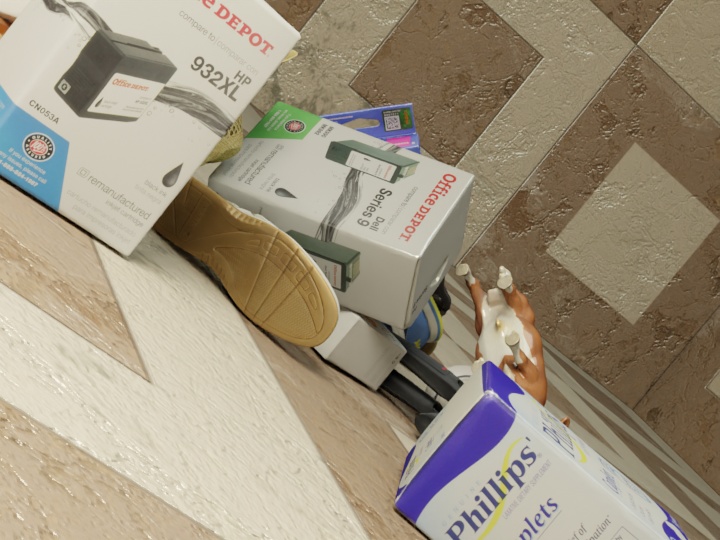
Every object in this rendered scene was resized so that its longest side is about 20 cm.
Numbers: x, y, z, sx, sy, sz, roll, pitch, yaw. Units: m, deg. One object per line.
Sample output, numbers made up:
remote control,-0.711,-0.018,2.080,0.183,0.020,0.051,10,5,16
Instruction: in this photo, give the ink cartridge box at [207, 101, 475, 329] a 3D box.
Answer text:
ink cartridge box,-0.017,-0.051,1.398,0.198,0.085,0.146,21,40,13

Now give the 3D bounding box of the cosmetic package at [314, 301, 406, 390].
cosmetic package,-0.046,0.020,1.449,0.082,0.051,0.200,33,9,-48

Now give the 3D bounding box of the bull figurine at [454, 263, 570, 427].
bull figurine,0.137,0.083,1.461,0.122,0.065,0.201,61,12,-46

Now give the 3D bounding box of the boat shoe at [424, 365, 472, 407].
boat shoe,0.142,0.163,1.516,0.200,0.072,0.066,44,3,-30

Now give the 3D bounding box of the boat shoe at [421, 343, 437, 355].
boat shoe,0.016,0.023,1.752,0.200,0.072,0.065,48,-7,22

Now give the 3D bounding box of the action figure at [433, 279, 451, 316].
action figure,-0.009,0.003,1.609,0.198,0.103,0.119,17,20,-16

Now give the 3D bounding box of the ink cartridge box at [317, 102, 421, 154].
ink cartridge box,0.010,-0.067,1.657,0.042,0.118,0.202,-88,171,-64

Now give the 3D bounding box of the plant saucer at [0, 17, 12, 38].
plant saucer,-0.260,-0.150,1.420,0.200,0.038,0.200,39,5,-4

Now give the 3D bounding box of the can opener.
can opener,0.063,0.108,1.415,0.200,0.063,0.079,45,3,39

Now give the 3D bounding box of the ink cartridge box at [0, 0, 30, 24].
ink cartridge box,-0.274,-0.276,1.489,0.198,0.126,0.129,20,-1,-2

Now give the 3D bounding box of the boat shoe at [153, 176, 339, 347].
boat shoe,-0.086,-0.011,1.310,0.200,0.071,0.069,41,7,20

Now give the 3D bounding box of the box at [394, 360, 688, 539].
box,0.133,0.174,1.149,0.200,0.105,0.184,40,5,1

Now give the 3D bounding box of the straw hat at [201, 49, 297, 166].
straw hat,-0.142,-0.126,1.336,0.201,0.199,0.086,-121,-160,-74

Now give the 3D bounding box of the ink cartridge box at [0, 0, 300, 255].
ink cartridge box,-0.162,-0.136,1.107,0.145,0.200,0.084,35,6,-37

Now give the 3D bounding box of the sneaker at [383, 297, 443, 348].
sneaker,0.000,0.000,1.514,0.201,0.082,0.074,59,-21,-9
